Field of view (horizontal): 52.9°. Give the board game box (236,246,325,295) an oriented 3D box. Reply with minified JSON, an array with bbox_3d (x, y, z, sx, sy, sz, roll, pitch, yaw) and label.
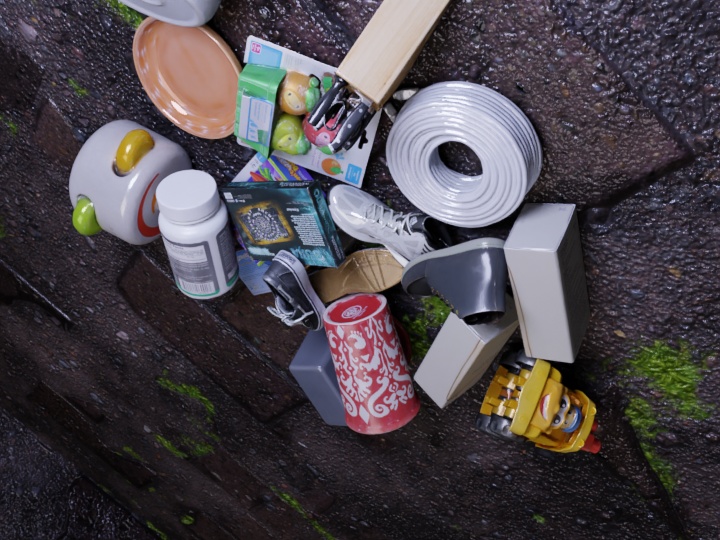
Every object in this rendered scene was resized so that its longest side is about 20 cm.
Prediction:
[{"bbox_3d":[-0.156,-0.011,1.310,0.199,0.019,0.103,-12,122,41],"label":"board game box"}]

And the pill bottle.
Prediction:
[{"bbox_3d":[-0.267,-0.058,1.190,0.112,0.113,0.201,19,139,18],"label":"pill bottle"}]

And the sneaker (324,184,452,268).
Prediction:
[{"bbox_3d":[0.051,-0.077,1.049,0.200,0.076,0.115,32,152,-12],"label":"sneaker"}]

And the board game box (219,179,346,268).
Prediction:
[{"bbox_3d":[-0.121,-0.073,1.114,0.199,0.028,0.136,6,126,40],"label":"board game box"}]

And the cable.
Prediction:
[{"bbox_3d":[0.131,-0.148,0.938,0.199,0.069,0.201,-5,126,37],"label":"cable"}]

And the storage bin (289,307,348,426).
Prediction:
[{"bbox_3d":[-0.031,0.187,1.333,0.145,0.135,0.201,-5,127,38],"label":"storage bin"}]

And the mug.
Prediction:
[{"bbox_3d":[0.014,0.140,1.212,0.132,0.178,0.201,-13,113,7],"label":"mug"}]

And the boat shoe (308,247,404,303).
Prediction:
[{"bbox_3d":[0.000,0.000,1.181,0.199,0.069,0.071,-14,99,33],"label":"boat shoe"}]

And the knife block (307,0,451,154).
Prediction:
[{"bbox_3d":[0.014,-0.236,0.848,0.064,0.176,0.200,35,140,-2],"label":"knife block"}]

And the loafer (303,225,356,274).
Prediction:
[{"bbox_3d":[-0.067,-0.034,1.174,0.073,0.072,0.200,43,128,-13],"label":"loafer"}]

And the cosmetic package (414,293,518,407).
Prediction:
[{"bbox_3d":[0.167,0.119,1.131,0.073,0.103,0.201,46,145,21],"label":"cosmetic package"}]

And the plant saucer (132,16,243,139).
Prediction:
[{"bbox_3d":[-0.248,-0.293,1.082,0.199,0.038,0.201,19,138,19],"label":"plant saucer"}]

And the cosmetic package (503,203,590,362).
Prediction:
[{"bbox_3d":[0.260,0.018,0.990,0.073,0.104,0.201,4,131,32],"label":"cosmetic package"}]

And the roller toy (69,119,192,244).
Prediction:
[{"bbox_3d":[-0.371,-0.145,1.200,0.139,0.182,0.201,27,107,11],"label":"roller toy"}]

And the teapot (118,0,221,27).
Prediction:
[{"bbox_3d":[-0.247,-0.407,0.891,0.199,0.147,0.197,21,176,-12],"label":"teapot"}]

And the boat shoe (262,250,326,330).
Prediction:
[{"bbox_3d":[-0.107,0.051,1.154,0.073,0.068,0.200,30,157,23],"label":"boat shoe"}]

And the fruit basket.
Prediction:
[{"bbox_3d":[-0.077,-0.209,1.005,0.199,0.094,0.186,25,140,6],"label":"fruit basket"}]

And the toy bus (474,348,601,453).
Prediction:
[{"bbox_3d":[0.291,0.221,1.109,0.191,0.136,0.200,27,170,1],"label":"toy bus"}]

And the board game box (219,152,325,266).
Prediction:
[{"bbox_3d":[-0.149,-0.106,1.175,0.135,0.045,0.200,51,138,-4],"label":"board game box"}]

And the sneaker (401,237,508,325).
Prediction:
[{"bbox_3d":[0.123,0.031,1.011,0.074,0.107,0.200,17,156,-30],"label":"sneaker"}]
